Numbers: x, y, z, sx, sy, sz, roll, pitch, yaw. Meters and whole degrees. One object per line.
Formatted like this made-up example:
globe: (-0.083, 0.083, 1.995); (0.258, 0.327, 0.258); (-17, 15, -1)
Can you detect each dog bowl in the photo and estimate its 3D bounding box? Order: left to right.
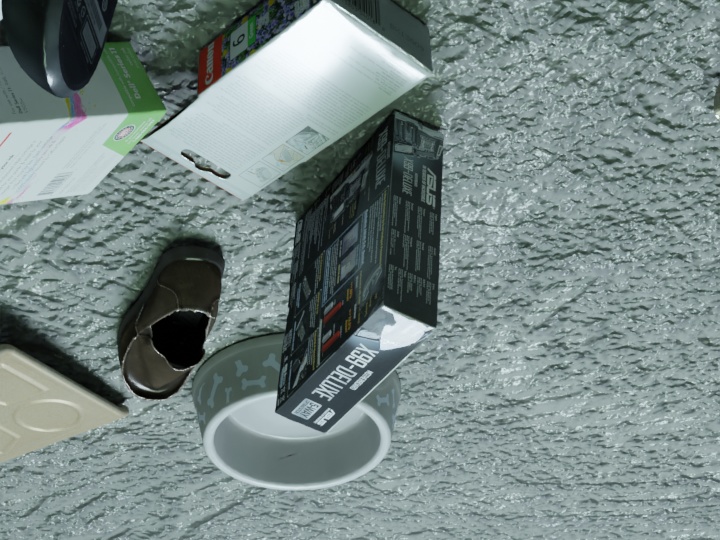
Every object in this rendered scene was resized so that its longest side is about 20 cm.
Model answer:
dog bowl: (-0.060, 0.139, 1.554); (0.200, 0.059, 0.200); (-2, 141, -1)

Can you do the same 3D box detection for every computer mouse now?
computer mouse: (-0.177, -0.191, 1.020); (0.053, 0.200, 0.139); (9, 145, 10)

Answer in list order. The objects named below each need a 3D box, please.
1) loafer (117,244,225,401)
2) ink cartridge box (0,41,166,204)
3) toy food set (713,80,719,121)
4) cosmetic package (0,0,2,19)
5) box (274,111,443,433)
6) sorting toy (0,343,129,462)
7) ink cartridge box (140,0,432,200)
loafer: (-0.169, 0.060, 1.434); (0.073, 0.071, 0.200); (8, 141, -13)
ink cartridge box: (-0.251, -0.100, 1.153); (0.200, 0.067, 0.117); (-11, 158, -49)
toy food set: (0.382, -0.131, 1.228); (0.200, 0.060, 0.143); (-29, 135, 29)
cosmetic package: (-0.350, -0.200, 1.048); (0.199, 0.123, 0.200); (29, 131, -34)
box: (0.000, 0.000, 1.263); (0.050, 0.200, 0.158); (24, 135, -21)
sorting toy: (-0.342, 0.124, 1.525); (0.185, 0.036, 0.200); (-21, 151, 22)
ink cartridge box: (-0.057, -0.136, 1.208); (0.200, 0.050, 0.109); (-31, 134, 33)
